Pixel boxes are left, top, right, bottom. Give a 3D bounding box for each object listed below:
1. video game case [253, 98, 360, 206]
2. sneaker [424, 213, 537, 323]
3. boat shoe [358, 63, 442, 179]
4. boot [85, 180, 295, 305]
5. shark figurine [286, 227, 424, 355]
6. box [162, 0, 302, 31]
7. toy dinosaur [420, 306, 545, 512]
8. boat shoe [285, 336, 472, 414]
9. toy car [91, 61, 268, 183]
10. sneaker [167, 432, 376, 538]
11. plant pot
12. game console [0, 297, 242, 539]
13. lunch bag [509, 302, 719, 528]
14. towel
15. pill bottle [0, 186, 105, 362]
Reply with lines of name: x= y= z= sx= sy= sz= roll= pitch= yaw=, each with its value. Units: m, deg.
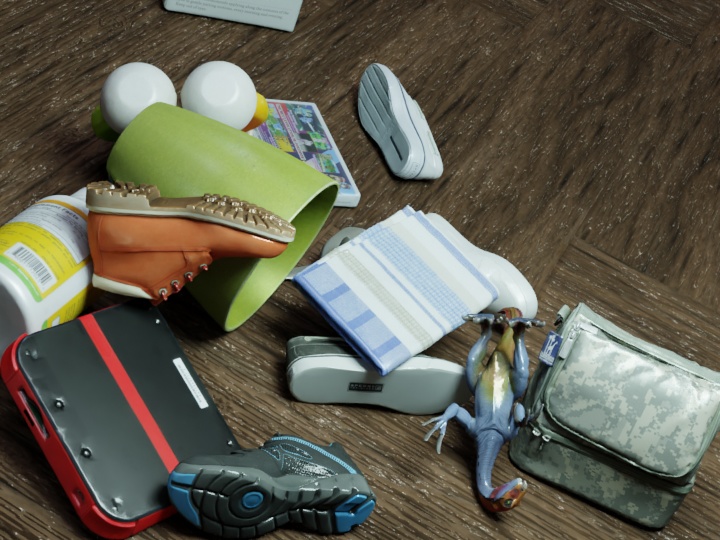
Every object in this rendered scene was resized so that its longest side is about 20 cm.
video game case: x=-0.112 y=-0.151 z=1.641 sx=0.180 sy=0.023 sz=0.201 roll=2 pitch=39 yaw=-25
sneaker: x=0.097 y=0.012 z=1.507 sx=0.115 sy=0.074 sz=0.199 roll=-18 pitch=42 yaw=-40
boat shoe: x=0.052 y=-0.189 z=1.749 sx=0.066 sy=0.074 sz=0.202 roll=15 pitch=44 yaw=-35
boot: x=-0.159 y=-0.018 z=1.233 sx=0.197 sy=0.109 sz=0.075 roll=7 pitch=11 yaw=8
shark figurine: x=-0.005 y=0.013 z=1.432 sx=0.127 sy=0.090 sz=0.215 roll=-4 pitch=43 yaw=-27
box: x=-0.180 y=-0.476 z=1.893 sx=0.196 sy=0.173 sz=0.201 roll=6 pitch=39 yaw=-21
toy dinosaur: x=0.146 y=0.138 z=1.309 sx=0.104 sy=0.184 sz=0.199 roll=3 pitch=6 yaw=27
boat shoe: x=0.021 y=0.097 z=1.348 sx=0.197 sy=0.071 sz=0.064 roll=7 pitch=42 yaw=-17
toy car: x=-0.200 y=-0.141 z=1.480 sx=0.197 sy=0.175 sz=0.152 roll=-2 pitch=79 yaw=-6
sneaker: x=-0.085 y=0.188 z=1.186 sx=0.198 sy=0.074 sz=0.082 roll=12 pitch=32 yaw=-32
plant pot: x=-0.155 y=-0.073 z=1.352 sx=0.199 sy=0.188 sz=0.187 roll=37 pitch=38 yaw=7
game console: x=-0.209 y=0.127 z=1.183 sx=0.176 sy=0.031 sz=0.201 roll=-18 pitch=71 yaw=-48
lunch bag: x=0.263 y=0.137 z=1.343 sx=0.198 sy=0.169 sz=0.140 roll=25 pitch=35 yaw=5
towel: x=0.039 y=0.018 z=1.371 sx=0.147 sy=0.024 sz=0.199 roll=44 pitch=47 yaw=17
pill bottle: x=-0.301 y=-0.004 z=1.275 sx=0.110 sy=0.112 sz=0.200 roll=29 pitch=36 yaw=10
